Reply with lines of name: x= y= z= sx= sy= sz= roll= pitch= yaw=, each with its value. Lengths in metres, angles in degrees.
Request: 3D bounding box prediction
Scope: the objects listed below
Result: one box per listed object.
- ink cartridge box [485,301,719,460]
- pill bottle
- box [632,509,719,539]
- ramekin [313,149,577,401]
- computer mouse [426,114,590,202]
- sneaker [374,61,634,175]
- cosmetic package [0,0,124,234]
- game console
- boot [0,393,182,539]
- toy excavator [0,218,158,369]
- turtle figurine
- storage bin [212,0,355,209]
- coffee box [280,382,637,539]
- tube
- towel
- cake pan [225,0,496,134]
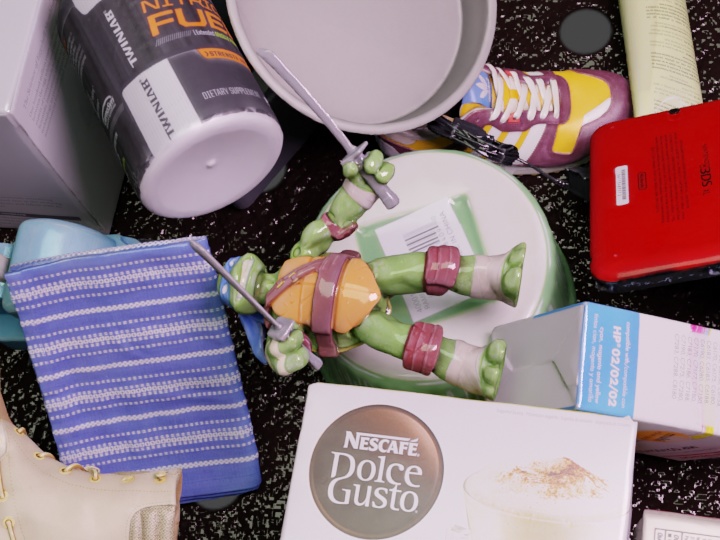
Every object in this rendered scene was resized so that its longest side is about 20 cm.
ink cartridge box: x=0.193 y=0.078 z=0.957 sx=0.198 sy=0.115 sz=0.069 roll=12 pitch=76 yaw=-23
pill bottle: x=-0.139 y=-0.143 z=1.012 sx=0.106 sy=0.106 sz=0.201 roll=-29 pitch=65 yaw=-3
box: x=0.260 y=0.230 z=0.916 sx=0.198 sy=0.109 sz=0.129 roll=7 pitch=69 yaw=9
ramekin: x=0.052 y=0.013 z=1.060 sx=0.198 sy=0.098 sz=0.202 roll=-4 pitch=66 yaw=9
computer mouse: x=0.141 y=-0.077 z=1.072 sx=0.198 sy=0.059 sz=0.034 roll=21 pitch=99 yaw=-11
sneaker: x=0.107 y=-0.117 z=1.110 sx=0.198 sy=0.090 sz=0.076 roll=-13 pitch=65 yaw=5
cosmetic package: x=-0.255 y=-0.161 z=1.138 sx=0.121 sy=0.200 sz=0.201 roll=5 pitch=67 yaw=13
game console: x=0.246 y=-0.018 z=0.998 sx=0.170 sy=0.120 sz=0.201 roll=-11 pitch=31 yaw=15
boot: x=-0.195 y=0.134 z=0.995 sx=0.154 sy=0.073 sz=0.202 roll=-7 pitch=71 yaw=-3
toy excavator: x=-0.249 y=0.000 z=1.070 sx=0.192 sy=0.200 sz=0.101 roll=-1 pitch=66 yaw=25
turtle figurine: x=0.000 y=0.000 z=0.911 sx=0.192 sy=0.202 sz=0.144 roll=12 pitch=34 yaw=7
storage bin: x=-0.090 y=-0.153 z=1.139 sx=0.145 sy=0.135 sz=0.200 roll=35 pitch=76 yaw=22
coffee box: x=0.062 y=0.199 z=0.923 sx=0.197 sy=0.200 sz=0.200 roll=6 pitch=68 yaw=12
tube: x=0.223 y=-0.180 z=1.137 sx=0.057 sy=0.052 sz=0.202 roll=-7 pitch=66 yaw=6
towel: x=-0.154 y=0.078 z=1.038 sx=0.143 sy=0.202 sz=0.024 roll=-8 pitch=25 yaw=5
cake pan: x=-0.002 y=-0.190 z=1.047 sx=0.198 sy=0.037 sz=0.203 roll=3 pitch=81 yaw=-19
